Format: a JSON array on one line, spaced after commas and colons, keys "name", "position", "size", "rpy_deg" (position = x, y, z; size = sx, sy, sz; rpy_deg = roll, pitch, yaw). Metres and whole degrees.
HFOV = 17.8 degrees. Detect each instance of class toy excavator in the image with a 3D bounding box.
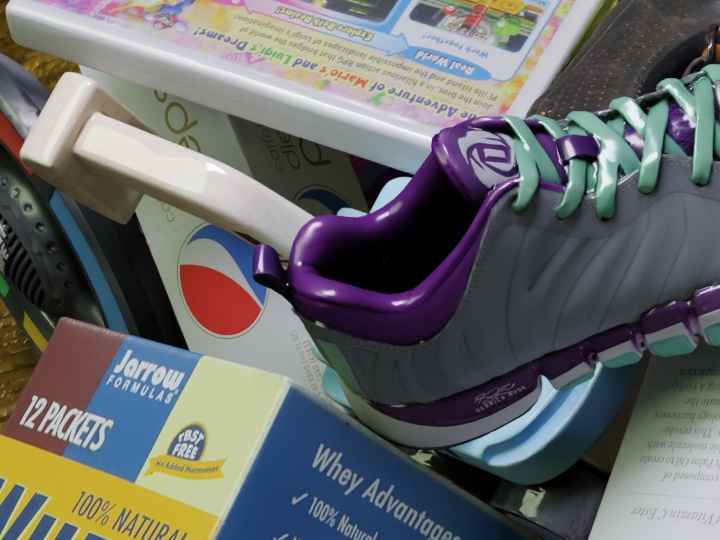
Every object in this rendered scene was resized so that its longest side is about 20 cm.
[{"name": "toy excavator", "position": [0.000, 0.000, 0.802], "size": [0.194, 0.200, 0.100], "rpy_deg": [18, 76, 53]}]

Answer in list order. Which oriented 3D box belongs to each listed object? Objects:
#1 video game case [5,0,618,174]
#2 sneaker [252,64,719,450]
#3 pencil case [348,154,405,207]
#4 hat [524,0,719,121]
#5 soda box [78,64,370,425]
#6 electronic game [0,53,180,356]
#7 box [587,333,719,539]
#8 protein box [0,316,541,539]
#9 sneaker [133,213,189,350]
[{"name": "video game case", "position": [-0.002, -0.122, 0.854], "size": [0.199, 0.024, 0.182], "rpy_deg": [19, 54, 19]}, {"name": "sneaker", "position": [0.071, -0.019, 0.633], "size": [0.199, 0.088, 0.075], "rpy_deg": [-30, 49, 12]}, {"name": "pencil case", "position": [0.024, -0.099, 0.963], "size": [0.200, 0.088, 0.089], "rpy_deg": [-45, 36, 20]}, {"name": "hat", "position": [0.154, -0.035, 0.733], "size": [0.199, 0.081, 0.201], "rpy_deg": [-17, 33, 11]}, {"name": "soda box", "position": [-0.045, -0.029, 0.911], "size": [0.063, 0.068, 0.201], "rpy_deg": [-27, 81, 35]}, {"name": "electronic game", "position": [-0.141, -0.014, 1.014], "size": [0.041, 0.201, 0.200], "rpy_deg": [-31, 28, -20]}, {"name": "box", "position": [0.129, 0.116, 0.642], "size": [0.124, 0.097, 0.201], "rpy_deg": [0, 62, 51]}, {"name": "protein box", "position": [-0.036, 0.155, 0.725], "size": [0.135, 0.198, 0.201], "rpy_deg": [11, 71, 53]}, {"name": "sneaker", "position": [-0.086, -0.012, 1.033], "size": [0.078, 0.077, 0.200], "rpy_deg": [-54, 35, 1]}]
